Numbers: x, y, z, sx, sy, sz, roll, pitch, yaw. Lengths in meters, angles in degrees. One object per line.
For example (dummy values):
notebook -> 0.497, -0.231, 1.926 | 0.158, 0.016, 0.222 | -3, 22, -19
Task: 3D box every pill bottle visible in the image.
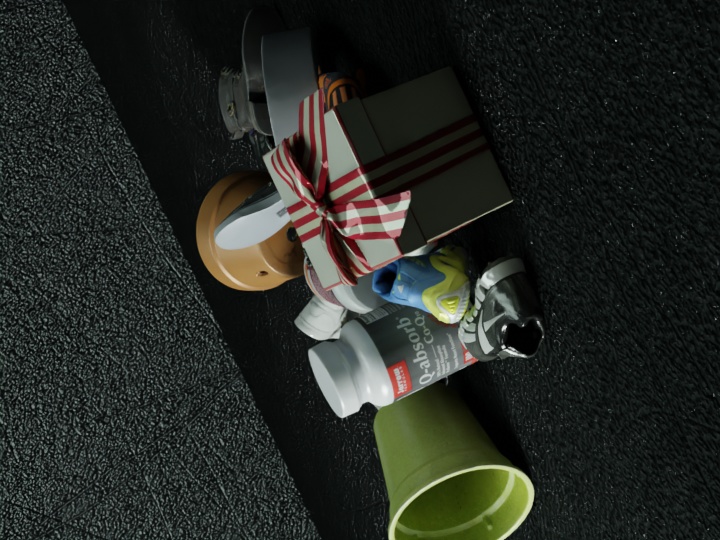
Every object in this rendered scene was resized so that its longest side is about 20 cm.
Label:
pill bottle -> 0.045, 0.099, 1.559 | 0.116, 0.200, 0.116 | 57, 164, 27
pill bottle -> 0.000, 0.000, 1.730 | 0.114, 0.114, 0.200 | 68, 166, -11

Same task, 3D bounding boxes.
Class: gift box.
gift box -> 0.022, -0.101, 1.286 | 0.185, 0.187, 0.200 | 62, 148, 4

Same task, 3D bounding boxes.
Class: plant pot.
plant pot -> -0.145, -0.063, 2.029 | 0.140, 0.200, 0.200 | 5, 121, 53
plant pot -> 0.106, 0.258, 1.677 | 0.200, 0.200, 0.184 | 80, 171, -45

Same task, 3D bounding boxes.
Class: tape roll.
tape roll -> -0.076, -0.209, 1.611 | 0.200, 0.066, 0.200 | -9, -90, -87

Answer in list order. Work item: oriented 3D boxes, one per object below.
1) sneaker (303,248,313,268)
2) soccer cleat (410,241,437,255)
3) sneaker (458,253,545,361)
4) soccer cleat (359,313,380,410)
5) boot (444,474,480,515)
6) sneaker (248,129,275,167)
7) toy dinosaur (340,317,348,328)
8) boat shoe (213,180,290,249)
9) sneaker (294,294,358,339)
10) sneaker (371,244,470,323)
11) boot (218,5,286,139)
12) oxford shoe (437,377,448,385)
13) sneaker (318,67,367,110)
sneaker -> -0.015, -0.061, 1.595 | 0.200, 0.090, 0.066 | 120, 137, -56
soccer cleat -> 0.043, -0.086, 1.478 | 0.069, 0.078, 0.200 | 51, 159, 46
sneaker -> 0.158, 0.068, 1.378 | 0.091, 0.066, 0.200 | 61, 163, 25
soccer cleat -> 0.028, 0.120, 1.824 | 0.078, 0.069, 0.200 | 59, -163, -52
boot -> 0.158, 0.318, 1.830 | 0.200, 0.072, 0.166 | 50, 171, 42
sneaker -> -0.121, -0.185, 1.907 | 0.200, 0.076, 0.088 | -119, 31, -51
toy dinosaur -> 0.023, 0.123, 1.937 | 0.200, 0.102, 0.077 | 16, 93, 56
boat shoe -> -0.137, -0.101, 1.910 | 0.069, 0.200, 0.057 | 53, -171, -48
sneaker -> -0.025, 0.045, 1.990 | 0.074, 0.116, 0.200 | 35, -168, 12
sneaker -> 0.068, 0.001, 1.435 | 0.200, 0.105, 0.076 | -101, 28, -81
boot -> -0.170, -0.287, 1.840 | 0.174, 0.069, 0.200 | -158, 66, -62
oxford shoe -> 0.077, 0.109, 1.701 | 0.074, 0.071, 0.200 | 34, 174, 26
sneaker -> -0.004, -0.186, 1.553 | 0.200, 0.078, 0.112 | 81, 178, -71
